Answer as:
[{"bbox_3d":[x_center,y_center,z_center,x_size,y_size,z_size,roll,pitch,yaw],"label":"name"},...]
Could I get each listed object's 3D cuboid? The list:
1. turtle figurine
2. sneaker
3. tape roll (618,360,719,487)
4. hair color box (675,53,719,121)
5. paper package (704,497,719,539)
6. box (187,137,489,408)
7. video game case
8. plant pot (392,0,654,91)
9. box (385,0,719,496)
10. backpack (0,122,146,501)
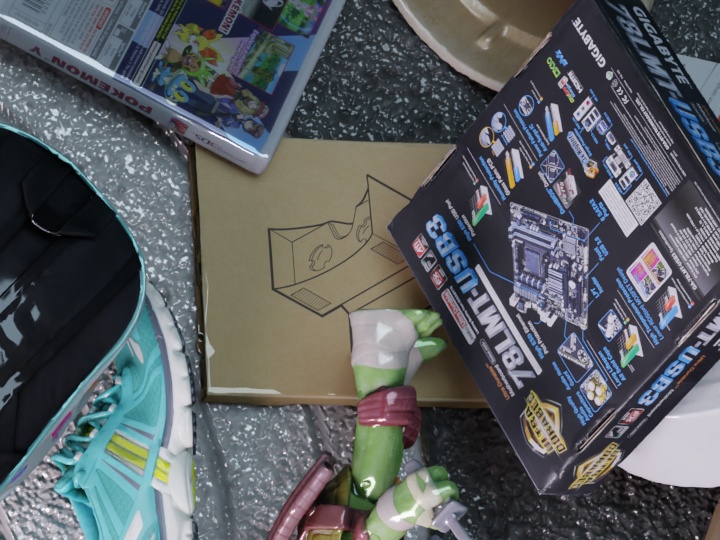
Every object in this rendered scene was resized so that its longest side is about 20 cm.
[{"bbox_3d":[0.044,0.125,1.523,0.144,0.199,0.195,20,67,-51],"label":"turtle figurine"},{"bbox_3d":[-0.129,0.100,1.523,0.079,0.078,0.201,2,69,-8],"label":"sneaker"},{"bbox_3d":[0.203,0.022,1.597,0.201,0.071,0.203,-14,46,16],"label":"tape roll"},{"bbox_3d":[0.232,-0.045,1.547,0.199,0.064,0.111,18,63,35],"label":"hair color box"},{"bbox_3d":[0.316,0.157,1.626,0.199,0.103,0.191,27,64,-7],"label":"paper package"},{"bbox_3d":[0.000,0.000,1.630,0.199,0.021,0.165,2,68,-16],"label":"box"},{"bbox_3d":[-0.101,-0.176,1.653,0.181,0.023,0.201,28,56,-6],"label":"video game case"},{"bbox_3d":[0.134,-0.233,1.685,0.200,0.201,0.183,46,52,3],"label":"plant pot"},{"bbox_3d":[0.124,-0.015,1.521,0.049,0.199,0.201,4,45,-42],"label":"box"},{"bbox_3d":[-0.219,0.027,1.475,0.176,0.153,0.200,41,73,-2],"label":"backpack"}]
